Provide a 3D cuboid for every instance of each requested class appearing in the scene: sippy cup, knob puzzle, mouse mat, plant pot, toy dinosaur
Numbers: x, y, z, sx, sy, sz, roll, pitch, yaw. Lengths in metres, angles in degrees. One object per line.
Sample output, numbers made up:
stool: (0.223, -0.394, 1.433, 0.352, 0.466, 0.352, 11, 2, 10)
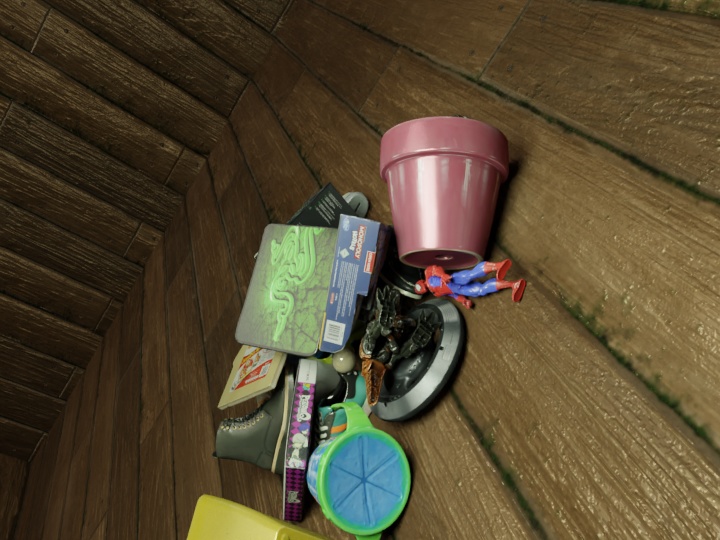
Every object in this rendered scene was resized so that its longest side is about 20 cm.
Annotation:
sippy cup: (-0.015, 0.289, 0.971, 0.180, 0.138, 0.130, -61, 15, -20)
knob puzzle: (-0.160, 0.138, 1.198, 0.219, 0.030, 0.222, -43, 26, 26)
mouse mat: (-0.109, 0.025, 1.065, 0.157, 0.008, 0.205, 5, 73, 30)
plant pot: (-0.130, 0.444, 0.967, 0.174, 0.198, 0.204, -18, 49, 44)
toy dinosaur: (0.042, 0.105, 1.006, 0.136, 0.100, 0.204, -51, 37, 45)
plant pot: (0.122, -0.104, 1.028, 0.198, 0.196, 0.184, -16, 67, 55)

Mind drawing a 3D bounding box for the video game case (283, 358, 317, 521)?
video game case: (-0.097, 0.276, 1.112, 0.202, 0.035, 0.184, 98, 177, -49)

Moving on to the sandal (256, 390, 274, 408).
sandal: (-0.175, 0.269, 1.313, 0.199, 0.053, 0.084, -157, 64, -64)

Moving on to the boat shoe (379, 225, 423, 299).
boat shoe: (0.068, -0.021, 1.156, 0.067, 0.073, 0.200, -64, 17, 17)

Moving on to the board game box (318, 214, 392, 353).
board game box: (0.000, 0.000, 1.058, 0.200, 0.060, 0.205, -55, -24, -72)

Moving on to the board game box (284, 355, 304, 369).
board game box: (-0.118, 0.116, 1.303, 0.203, 0.036, 0.154, 103, 173, -45)

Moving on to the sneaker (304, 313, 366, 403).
sneaker: (-0.056, 0.146, 1.246, 0.202, 0.075, 0.105, -53, 14, 6)

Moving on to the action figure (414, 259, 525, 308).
action figure: (0.143, 0.020, 0.992, 0.198, 0.065, 0.052, -3, 48, 58)

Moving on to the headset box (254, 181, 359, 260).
headset box: (-0.061, -0.033, 1.227, 0.092, 0.175, 0.201, -33, 14, 41)

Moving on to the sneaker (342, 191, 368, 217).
sneaker: (-0.052, -0.074, 1.439, 0.201, 0.073, 0.071, -53, 18, 0)

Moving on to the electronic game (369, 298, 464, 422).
electronic game: (0.079, 0.131, 1.030, 0.200, 0.041, 0.202, -43, 26, 26)

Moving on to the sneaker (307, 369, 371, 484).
sneaker: (-0.047, 0.252, 1.102, 0.071, 0.079, 0.204, 17, 81, 63)

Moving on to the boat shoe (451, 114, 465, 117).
boat shoe: (0.139, -0.191, 1.199, 0.075, 0.060, 0.204, -17, 51, 54)

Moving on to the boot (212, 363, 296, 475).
boot: (-0.181, 0.250, 1.178, 0.078, 0.135, 0.205, -80, -1, -75)

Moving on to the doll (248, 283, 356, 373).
doll: (-0.082, 0.089, 1.102, 0.199, 0.135, 0.049, 38, 118, 20)
